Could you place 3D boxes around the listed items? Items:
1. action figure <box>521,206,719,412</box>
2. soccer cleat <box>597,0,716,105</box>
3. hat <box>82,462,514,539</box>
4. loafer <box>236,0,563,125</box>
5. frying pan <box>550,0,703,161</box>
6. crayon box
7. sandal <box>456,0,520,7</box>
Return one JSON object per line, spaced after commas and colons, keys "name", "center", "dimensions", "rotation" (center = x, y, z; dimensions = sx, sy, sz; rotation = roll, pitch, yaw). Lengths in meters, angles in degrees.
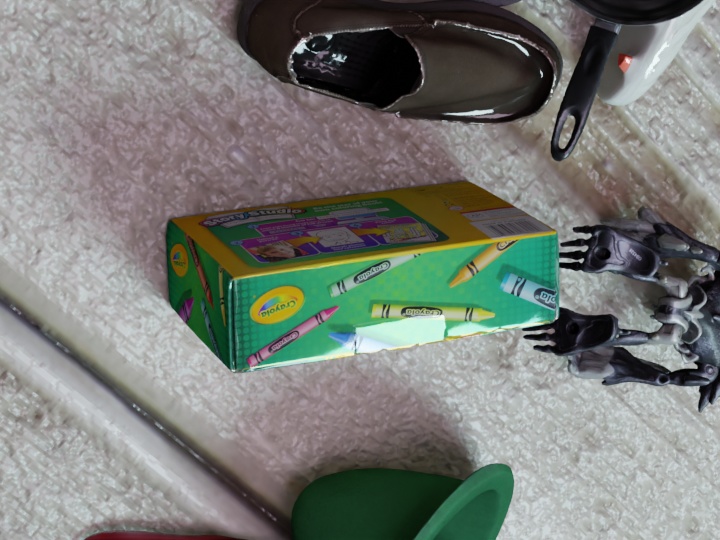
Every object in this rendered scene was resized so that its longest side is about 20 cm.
{"name": "action figure", "center": [0.180, 0.020, 1.228], "dimensions": [0.200, 0.102, 0.119], "rotation": [15, 92, -53]}
{"name": "soccer cleat", "center": [0.206, -0.186, 1.190], "dimensions": [0.077, 0.069, 0.201], "rotation": [22, 94, -30]}
{"name": "hat", "center": [-0.026, 0.145, 1.220], "dimensions": [0.166, 0.176, 0.200], "rotation": [-61, 159, 11]}
{"name": "loafer", "center": [0.028, -0.113, 1.125], "dimensions": [0.199, 0.071, 0.073], "rotation": [5, 122, -21]}
{"name": "frying pan", "center": [0.163, -0.160, 1.135], "dimensions": [0.114, 0.031, 0.191], "rotation": [-3, 86, 11]}
{"name": "crayon box", "center": [0.000, 0.000, 1.129], "dimensions": [0.199, 0.119, 0.059], "rotation": [-8, 110, -20]}
{"name": "sandal", "center": [0.036, -0.213, 1.119], "dimensions": [0.200, 0.043, 0.076], "rotation": [32, 92, -28]}
